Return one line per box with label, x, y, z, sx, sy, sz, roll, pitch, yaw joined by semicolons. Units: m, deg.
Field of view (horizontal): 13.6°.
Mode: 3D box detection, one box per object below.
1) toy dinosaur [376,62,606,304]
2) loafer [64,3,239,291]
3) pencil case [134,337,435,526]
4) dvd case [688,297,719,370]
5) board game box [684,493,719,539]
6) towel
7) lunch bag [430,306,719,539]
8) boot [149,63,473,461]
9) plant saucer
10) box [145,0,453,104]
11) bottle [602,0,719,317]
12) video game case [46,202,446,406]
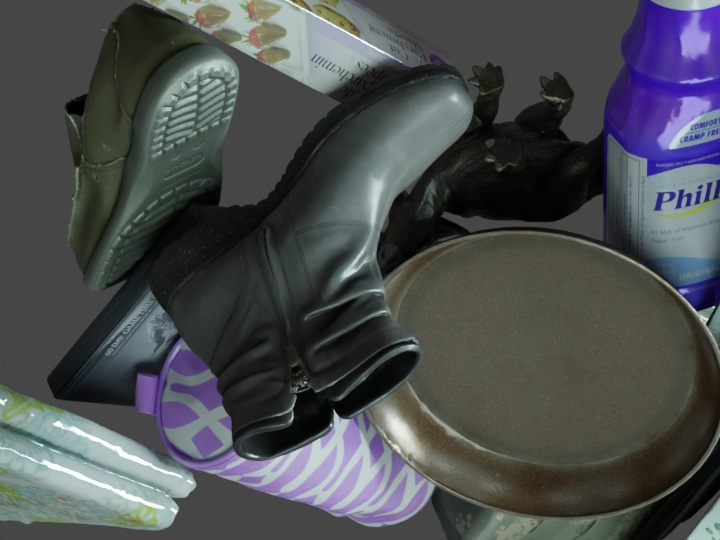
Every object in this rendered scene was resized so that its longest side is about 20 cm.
toy dinosaur;0.086;-0.056;1.610;0.199;0.077;0.102;-14;156;-27
loafer;-0.112;-0.064;1.535;0.075;0.070;0.200;-24;155;-32
pencil case;-0.036;0.088;1.646;0.085;0.084;0.200;-9;159;32
dvd case;0.249;0.045;1.553;0.145;0.022;0.200;26;147;4
board game box;0.232;0.147;1.738;0.200;0.064;0.148;-47;172;-36
towel;-0.208;0.088;1.593;0.199;0.048;0.171;25;162;-36
lunch bag;0.150;0.095;1.742;0.199;0.118;0.164;15;124;-41
boot;0.000;0.000;1.505;0.200;0.132;0.070;-41;144;8
plant saucer;0.095;0.050;1.587;0.199;0.032;0.201;7;130;9
box;-0.033;-0.124;1.511;0.199;0.042;0.039;26;121;-36
bottle;0.166;-0.073;1.544;0.083;0.065;0.201;-16;129;-18
video game case;-0.055;0.027;1.636;0.199;0.019;0.143;7;133;-46
